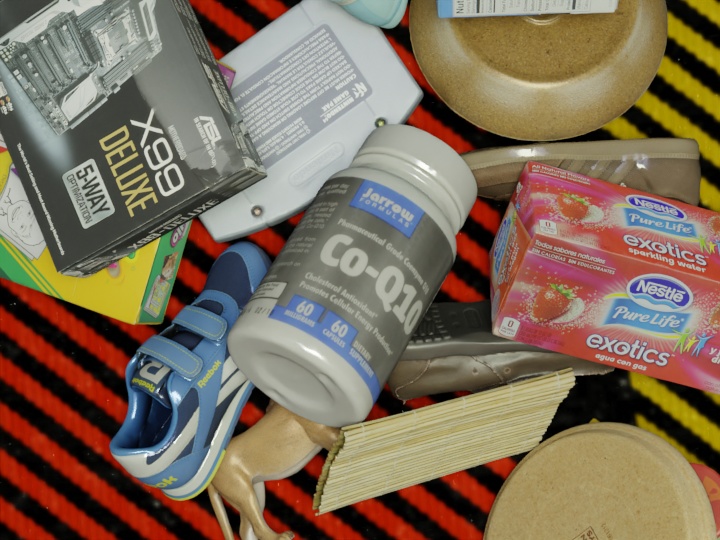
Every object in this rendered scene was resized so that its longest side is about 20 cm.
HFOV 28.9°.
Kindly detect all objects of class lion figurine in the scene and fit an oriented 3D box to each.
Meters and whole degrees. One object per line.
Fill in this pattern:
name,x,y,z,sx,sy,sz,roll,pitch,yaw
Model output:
lion figurine,-0.061,0.133,1.059,0.199,0.072,0.123,-40,82,4

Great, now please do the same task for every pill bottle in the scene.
pill bottle,0.000,0.000,0.998,0.113,0.114,0.201,30,64,2

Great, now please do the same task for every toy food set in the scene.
toy food set,0.176,0.207,1.018,0.199,0.048,0.200,-54,47,7

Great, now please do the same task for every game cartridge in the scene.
game cartridge,-0.057,-0.117,1.082,0.199,0.041,0.134,-35,85,0

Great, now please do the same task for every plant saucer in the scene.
plant saucer,0.135,-0.197,1.052,0.197,0.035,0.203,-1,72,3

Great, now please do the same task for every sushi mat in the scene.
sushi mat,0.061,0.124,1.012,0.198,0.096,0.012,-12,53,-27

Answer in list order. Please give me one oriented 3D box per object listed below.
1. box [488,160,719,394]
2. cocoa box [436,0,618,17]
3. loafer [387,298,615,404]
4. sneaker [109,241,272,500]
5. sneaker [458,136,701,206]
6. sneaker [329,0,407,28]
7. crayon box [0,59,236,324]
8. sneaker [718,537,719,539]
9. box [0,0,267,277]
box,0.199,0.006,1.013,0.198,0.100,0.096,15,124,-7
cocoa box,0.113,-0.294,0.990,0.129,0.134,0.202,-2,50,2
loafer,0.106,0.063,1.066,0.197,0.073,0.072,-1,123,0
sneaker,-0.123,0.069,1.043,0.073,0.082,0.202,13,79,44
sneaker,0.161,-0.060,1.059,0.197,0.070,0.077,-3,94,3
sneaker,0.021,-0.276,1.072,0.073,0.082,0.202,-2,64,42
crayon box,-0.205,-0.080,1.049,0.171,0.058,0.202,17,92,17
sneaker,0.217,0.228,1.047,0.199,0.077,0.076,-39,90,3
box,-0.176,-0.119,0.987,0.156,0.050,0.202,-27,79,12
